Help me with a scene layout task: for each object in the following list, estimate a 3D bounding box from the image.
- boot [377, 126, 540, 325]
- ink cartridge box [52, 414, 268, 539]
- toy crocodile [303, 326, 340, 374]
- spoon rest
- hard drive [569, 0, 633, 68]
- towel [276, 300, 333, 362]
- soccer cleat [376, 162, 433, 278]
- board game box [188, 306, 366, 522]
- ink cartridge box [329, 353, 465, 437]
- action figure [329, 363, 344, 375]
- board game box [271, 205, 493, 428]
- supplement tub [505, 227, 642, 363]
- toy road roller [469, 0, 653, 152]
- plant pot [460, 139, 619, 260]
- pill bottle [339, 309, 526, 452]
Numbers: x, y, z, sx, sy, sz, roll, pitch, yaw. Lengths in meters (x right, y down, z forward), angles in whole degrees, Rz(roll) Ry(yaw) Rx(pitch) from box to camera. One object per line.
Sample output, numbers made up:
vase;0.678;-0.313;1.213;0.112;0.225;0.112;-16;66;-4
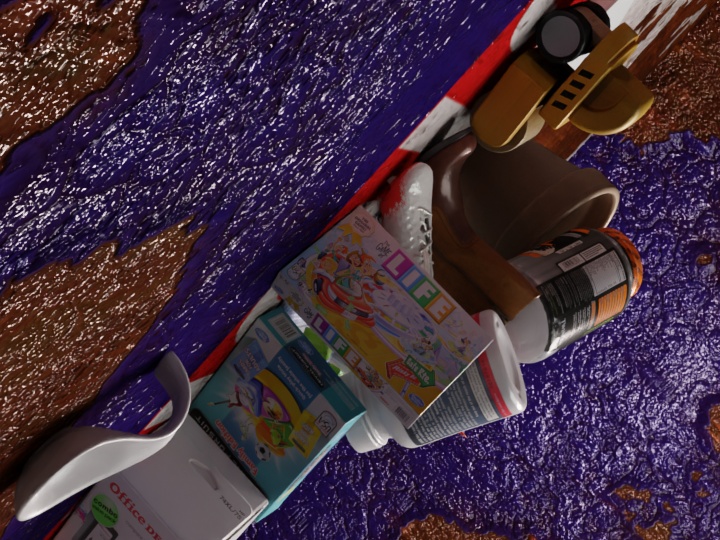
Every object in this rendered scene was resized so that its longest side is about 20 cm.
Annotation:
boot;0.126;-0.038;1.411;0.068;0.200;0.189;-27;162;-51
ink cartridge box;-0.234;0.294;1.408;0.201;0.147;0.146;-50;171;31
toy crocodile;-0.081;0.150;1.452;0.201;0.067;0.062;-60;178;26
spoon rest;-0.210;0.145;1.050;0.200;0.061;0.100;-40;171;-44
hard drive;0.305;-0.319;1.599;0.132;0.026;0.200;-44;172;-12
towel;-0.052;0.060;1.463;0.145;0.024;0.200;-5;145;-44
soccer cleat;0.053;-0.019;1.363;0.068;0.085;0.203;-10;126;-43
board game box;-0.104;0.165;1.409;0.047;0.151;0.200;-24;159;-53
ink cartridge box;0.029;0.148;1.612;0.047;0.200;0.160;-49;-146;-10
action figure;-0.029;0.120;1.761;0.117;0.055;0.200;-18;-167;20
board game box;0.023;0.044;1.278;0.134;0.200;0.034;-40;172;-37
supplement tub;0.245;0.023;1.515;0.198;0.123;0.123;-23;161;-38
toy road roller;0.232;-0.192;1.389;0.200;0.146;0.123;-49;172;28
plant pot;0.209;-0.089;1.640;0.199;0.175;0.201;-35;156;-18
pill bottle;0.076;0.131;1.402;0.197;0.121;0.119;-20;179;13
